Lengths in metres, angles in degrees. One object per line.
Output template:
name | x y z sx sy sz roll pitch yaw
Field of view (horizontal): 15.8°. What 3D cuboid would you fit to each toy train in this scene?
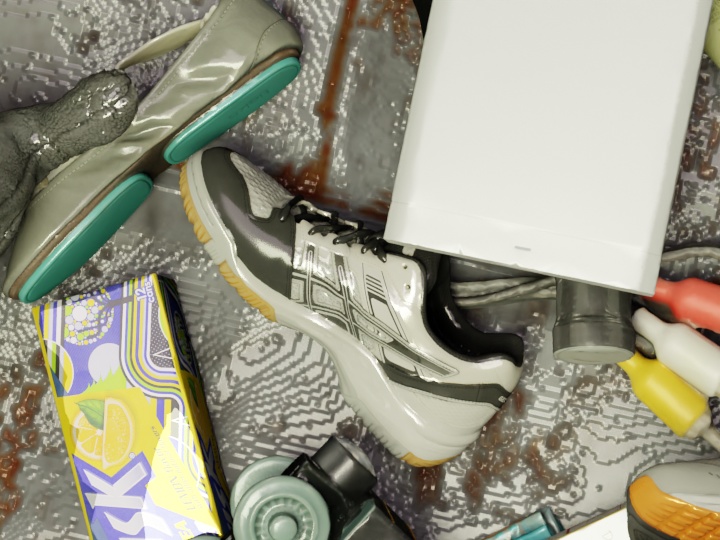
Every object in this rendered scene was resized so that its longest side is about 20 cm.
toy train | -0.048 0.176 1.236 0.114 0.085 0.200 42 90 -6

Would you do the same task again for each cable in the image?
cable | 0.119 0.009 1.302 0.199 0.050 0.098 26 91 6

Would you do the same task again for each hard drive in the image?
hard drive | 0.095 -0.099 1.237 0.131 0.026 0.201 11 88 7

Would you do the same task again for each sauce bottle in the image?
sauce bottle | 0.114 -0.055 1.283 0.064 0.065 0.201 2 77 5

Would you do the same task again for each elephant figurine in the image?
elephant figurine | -0.220 -0.025 1.253 0.199 0.141 0.156 2 87 47

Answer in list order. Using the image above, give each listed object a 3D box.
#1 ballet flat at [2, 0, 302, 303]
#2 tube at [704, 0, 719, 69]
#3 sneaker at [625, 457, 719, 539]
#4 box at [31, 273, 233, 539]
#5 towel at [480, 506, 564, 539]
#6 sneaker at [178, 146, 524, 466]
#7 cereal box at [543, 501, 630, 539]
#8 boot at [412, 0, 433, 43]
ballet flat | -0.117 -0.068 1.324 0.200 0.067 0.064 -41 80 -4
tube | 0.226 -0.088 1.292 0.200 0.052 0.058 44 133 -11
sneaker | 0.198 0.099 1.247 0.076 0.199 0.093 -33 58 43
box | -0.105 0.107 1.312 0.070 0.064 0.201 -15 87 4
towel | 0.042 0.230 1.314 0.199 0.022 0.147 -28 85 4
sneaker | 0.000 0.000 1.293 0.200 0.076 0.088 45 116 -4
cereal box | 0.101 0.207 1.278 0.199 0.040 0.145 -25 87 5
boot | 0.001 -0.171 1.306 0.157 0.079 0.213 -1 77 -2
